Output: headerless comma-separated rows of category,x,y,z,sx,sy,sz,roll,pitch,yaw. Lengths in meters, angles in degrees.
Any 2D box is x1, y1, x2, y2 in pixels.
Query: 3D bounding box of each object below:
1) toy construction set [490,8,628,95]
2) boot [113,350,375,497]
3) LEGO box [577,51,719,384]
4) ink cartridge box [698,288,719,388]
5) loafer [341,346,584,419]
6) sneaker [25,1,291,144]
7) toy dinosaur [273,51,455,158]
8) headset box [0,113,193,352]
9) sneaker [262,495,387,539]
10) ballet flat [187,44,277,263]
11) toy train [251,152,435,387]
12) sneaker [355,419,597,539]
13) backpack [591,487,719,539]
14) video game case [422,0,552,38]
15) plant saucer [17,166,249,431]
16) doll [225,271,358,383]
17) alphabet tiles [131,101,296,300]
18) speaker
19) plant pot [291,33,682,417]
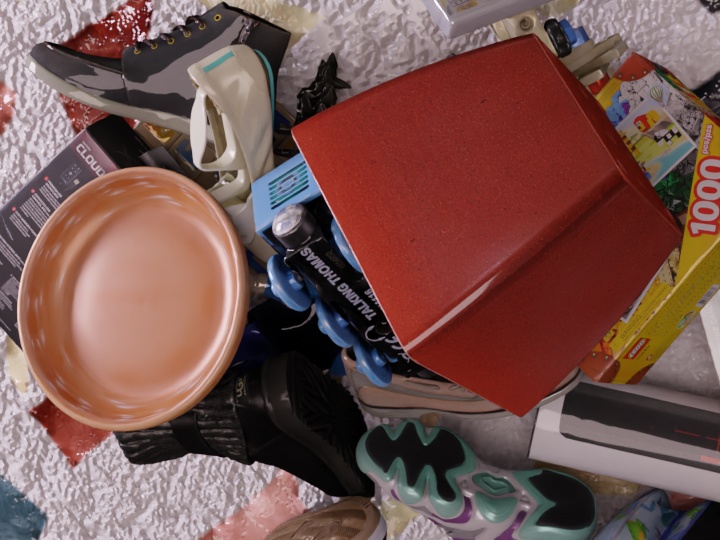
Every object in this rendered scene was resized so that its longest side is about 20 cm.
toy construction set,0.112,-0.199,1.192,0.092,0.131,0.200,-44,97,3
boot,-0.089,0.134,1.297,0.158,0.080,0.211,-15,143,19
LEGO box,0.205,-0.036,1.209,0.149,0.077,0.200,46,109,27
ink cartridge box,0.361,0.080,1.223,0.173,0.044,0.200,-16,86,8
loafer,0.075,0.076,1.268,0.200,0.072,0.063,-9,133,30
sneaker,-0.157,-0.172,1.271,0.200,0.075,0.106,17,103,-4
toy dinosaur,0.009,-0.091,1.257,0.136,0.102,0.200,36,88,-17
headset box,-0.215,-0.020,1.314,0.200,0.075,0.149,-40,95,21
sneaker,-0.008,0.250,1.314,0.109,0.070,0.200,49,151,-8
ballet flat,-0.095,-0.077,1.224,0.069,0.070,0.200,0,125,10
toy train,0.000,0.000,1.204,0.087,0.114,0.200,-30,130,20
sneaker,0.081,0.205,1.312,0.200,0.078,0.140,22,139,4
backpack,0.222,0.279,1.266,0.147,0.183,0.200,36,114,14
video game case,0.102,-0.267,1.132,0.200,0.023,0.182,-23,68,-19
plant saucer,-0.168,0.023,1.218,0.200,0.037,0.201,-5,79,25
doll,-0.065,0.051,1.319,0.200,0.048,0.137,-27,121,13
alphabet tiles,-0.103,-0.062,1.324,0.200,0.006,0.166,43,108,-2
speaker,0.237,0.132,1.275,0.200,0.081,0.081,13,106,7
plant pot,0.103,-0.043,1.120,0.176,0.200,0.200,-35,61,14
